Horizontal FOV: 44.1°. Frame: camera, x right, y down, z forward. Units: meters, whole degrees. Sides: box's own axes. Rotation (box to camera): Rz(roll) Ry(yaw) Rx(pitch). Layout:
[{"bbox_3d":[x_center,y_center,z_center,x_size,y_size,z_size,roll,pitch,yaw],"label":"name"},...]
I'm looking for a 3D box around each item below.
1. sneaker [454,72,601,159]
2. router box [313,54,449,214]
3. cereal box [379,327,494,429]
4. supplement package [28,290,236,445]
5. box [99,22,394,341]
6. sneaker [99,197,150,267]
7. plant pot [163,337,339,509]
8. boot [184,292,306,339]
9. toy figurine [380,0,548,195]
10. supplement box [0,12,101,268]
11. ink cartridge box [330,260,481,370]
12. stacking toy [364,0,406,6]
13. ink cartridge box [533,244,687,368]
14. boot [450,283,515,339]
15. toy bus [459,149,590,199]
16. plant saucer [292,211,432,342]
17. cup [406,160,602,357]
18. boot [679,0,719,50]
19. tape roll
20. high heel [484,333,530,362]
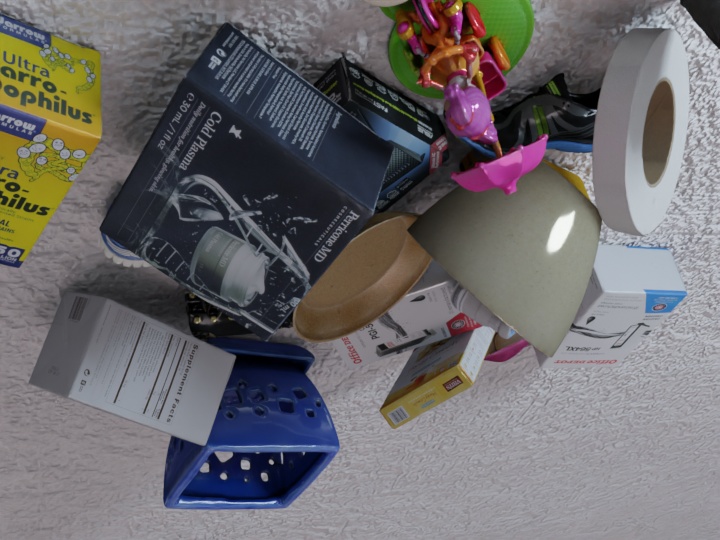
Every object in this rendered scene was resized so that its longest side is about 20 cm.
[{"bbox_3d":[0.187,-0.168,0.942,0.194,0.071,0.084,-5,126,-8],"label":"sneaker"},{"bbox_3d":[-0.025,-0.113,0.939,0.148,0.063,0.199,21,133,-38],"label":"router box"},{"bbox_3d":[0.114,0.125,1.232,0.143,0.200,0.040,-36,99,29],"label":"cereal box"},{"bbox_3d":[-0.275,0.120,1.088,0.120,0.122,0.198,4,160,46],"label":"supplement package"},{"bbox_3d":[-0.105,-0.078,0.833,0.195,0.125,0.200,33,127,-12],"label":"box"},{"bbox_3d":[-0.181,-0.046,0.969,0.195,0.080,0.090,1,146,-20],"label":"sneaker"},{"bbox_3d":[-0.163,0.212,1.251,0.196,0.183,0.201,8,142,-28],"label":"plant pot"},{"bbox_3d":[-0.140,0.039,1.080,0.150,0.075,0.204,-8,166,-4],"label":"boot"},{"bbox_3d":[0.100,-0.163,0.801,0.148,0.187,0.199,-27,143,21],"label":"toy figurine"},{"bbox_3d":[-0.322,-0.111,0.800,0.107,0.111,0.200,15,137,-35],"label":"supplement box"},{"bbox_3d":[0.048,0.039,1.162,0.196,0.084,0.147,-19,146,8],"label":"ink cartridge box"},{"bbox_3d":[0.084,-0.277,0.709,0.197,0.148,0.146,-4,149,-41],"label":"stacking toy"},{"bbox_3d":[0.350,0.057,1.288,0.142,0.086,0.202,1,143,-19],"label":"ink cartridge box"},{"bbox_3d":[0.203,0.014,1.091,0.199,0.095,0.075,-35,150,-35],"label":"boot"},{"bbox_3d":[0.204,-0.087,1.052,0.197,0.066,0.078,17,135,-36],"label":"toy bus"},{"bbox_3d":[0.000,0.000,1.001,0.198,0.036,0.202,-29,152,-17],"label":"plant saucer"},{"bbox_3d":[0.166,-0.033,0.920,0.144,0.200,0.199,-51,137,7],"label":"cup"},{"bbox_3d":[0.311,-0.225,0.768,0.179,0.204,0.073,13,139,-33],"label":"boot"},{"bbox_3d":[0.287,-0.139,0.900,0.036,0.207,0.203,11,160,33],"label":"tape roll"},{"bbox_3d":[0.230,0.064,1.258,0.094,0.068,0.201,-17,156,-27],"label":"high heel"}]
